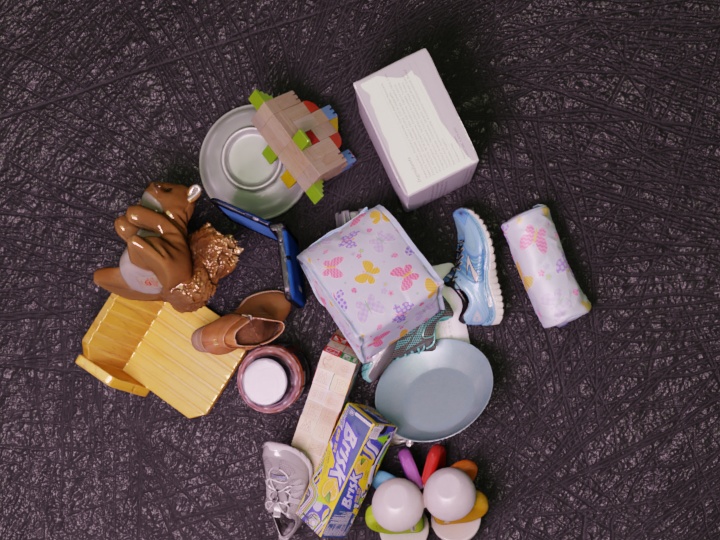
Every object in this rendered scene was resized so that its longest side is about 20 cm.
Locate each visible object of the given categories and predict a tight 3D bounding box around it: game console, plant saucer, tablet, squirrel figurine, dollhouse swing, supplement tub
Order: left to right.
[{"bbox_3d":[-0.316,0.125,1.634,0.175,0.182,0.202,33,88,25],"label":"dollhouse swing"},{"bbox_3d":[-0.290,-0.043,1.572,0.198,0.142,0.189,29,47,-16],"label":"squirrel figurine"},{"bbox_3d":[-0.182,-0.187,1.699,0.196,0.050,0.204,0,86,4],"label":"plant saucer"},{"bbox_3d":[-0.161,-0.024,1.610,0.116,0.200,0.174,-8,83,2],"label":"game console"},{"bbox_3d":[-0.139,0.170,1.596,0.105,0.200,0.109,0,87,3],"label":"supplement tub"},{"bbox_3d":[0.115,0.098,1.682,0.128,0.014,0.204,-11,85,3],"label":"tablet"},{"bbox_3d":[0.122,0.201,1.610,0.198,0.039,0.203,-14,43,13],"label":"plant saucer"}]

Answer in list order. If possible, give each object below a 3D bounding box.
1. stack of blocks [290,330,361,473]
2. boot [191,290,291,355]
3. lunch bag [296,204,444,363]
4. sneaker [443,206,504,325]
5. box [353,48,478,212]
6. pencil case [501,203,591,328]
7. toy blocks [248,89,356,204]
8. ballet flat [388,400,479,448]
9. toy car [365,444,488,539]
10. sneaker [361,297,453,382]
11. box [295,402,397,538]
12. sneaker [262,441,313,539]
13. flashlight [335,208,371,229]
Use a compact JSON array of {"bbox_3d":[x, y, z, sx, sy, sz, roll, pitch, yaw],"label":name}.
[{"bbox_3d":[-0.054,0.213,1.631,0.058,0.115,0.203,21,106,5],"label":"stack of blocks"},{"bbox_3d":[-0.160,0.085,1.598,0.199,0.154,0.075,-29,101,-34],"label":"boot"},{"bbox_3d":[0.015,0.011,1.573,0.168,0.128,0.201,-33,66,-11],"label":"lunch bag"},{"bbox_3d":[0.177,-0.005,1.648,0.088,0.078,0.204,-11,85,-4],"label":"sneaker"},{"bbox_3d":[0.089,-0.219,1.611,0.129,0.199,0.202,-25,85,1],"label":"box"},{"bbox_3d":[0.307,-0.006,1.643,0.090,0.083,0.203,-23,85,-4],"label":"pencil case"},{"bbox_3d":[-0.084,-0.225,1.662,0.201,0.136,0.100,52,134,4],"label":"toy blocks"},{"bbox_3d":[0.113,0.249,1.644,0.197,0.073,0.074,-17,85,2],"label":"ballet flat"},{"bbox_3d":[0.101,0.355,1.602,0.196,0.176,0.152,-12,57,3],"label":"toy car"},{"bbox_3d":[0.081,0.110,1.629,0.091,0.078,0.201,40,77,-6],"label":"sneaker"},{"bbox_3d":[-0.022,0.314,1.569,0.070,0.064,0.202,31,99,41],"label":"box"},{"bbox_3d":[-0.117,0.353,1.586,0.074,0.202,0.082,7,43,22],"label":"sneaker"},{"bbox_3d":[0.000,0.000,1.672,0.067,0.068,0.204,-7,90,-34],"label":"flashlight"}]
